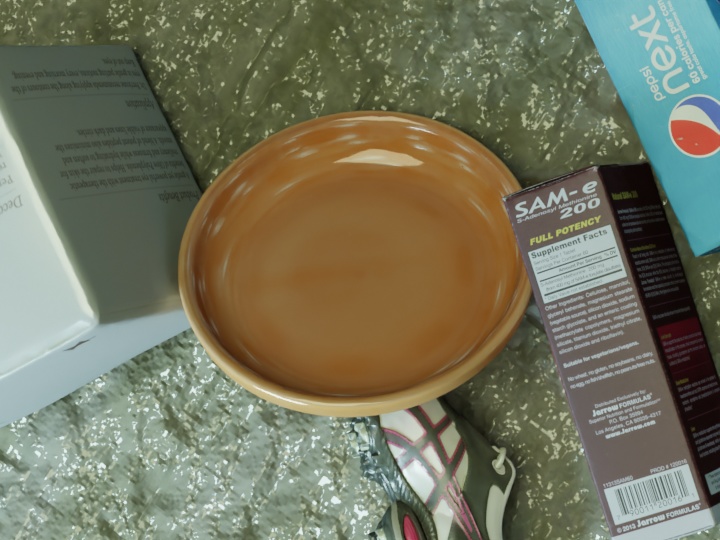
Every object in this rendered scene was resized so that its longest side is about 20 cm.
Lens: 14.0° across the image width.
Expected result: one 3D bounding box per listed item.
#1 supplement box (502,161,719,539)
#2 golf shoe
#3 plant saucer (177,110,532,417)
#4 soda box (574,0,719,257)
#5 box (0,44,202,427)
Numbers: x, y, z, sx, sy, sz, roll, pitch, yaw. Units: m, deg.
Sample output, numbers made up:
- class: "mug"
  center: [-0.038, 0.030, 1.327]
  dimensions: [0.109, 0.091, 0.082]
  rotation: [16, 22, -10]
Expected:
- class: "supplement box"
  center: [0.147, 0.044, 1.579]
  dimensions: [0.061, 0.109, 0.200]
  rotation: [-19, 86, 20]
- class: "golf shoe"
  center: [0.039, 0.102, 1.653]
  dimensions: [0.088, 0.077, 0.200]
  rotation: [-12, 86, -6]
- class: "plant saucer"
  center: [0.000, 0.000, 1.620]
  dimensions: [0.200, 0.037, 0.200]
  rotation: [-4, 55, 5]
- class: "soda box"
  center: [0.175, -0.112, 1.583]
  dimensions: [0.068, 0.064, 0.200]
  rotation: [-27, 84, 20]
- class: "box"
  center: [-0.212, -0.011, 1.659]
  dimensions: [0.200, 0.199, 0.172]
  rotation: [-29, 83, 21]
